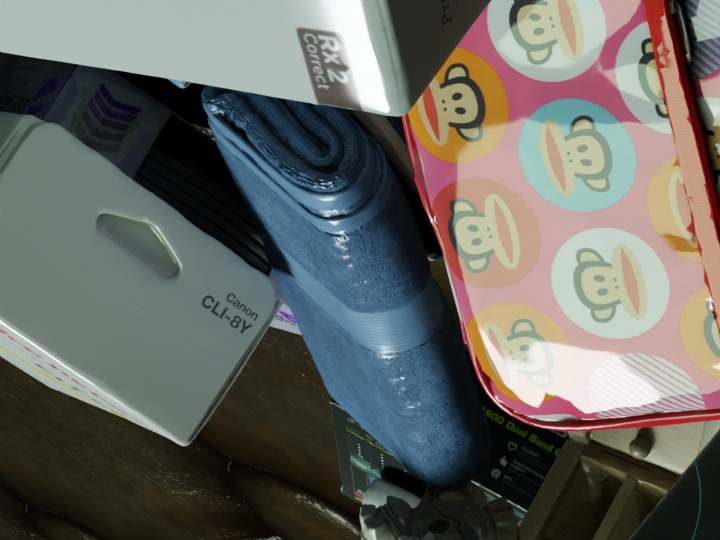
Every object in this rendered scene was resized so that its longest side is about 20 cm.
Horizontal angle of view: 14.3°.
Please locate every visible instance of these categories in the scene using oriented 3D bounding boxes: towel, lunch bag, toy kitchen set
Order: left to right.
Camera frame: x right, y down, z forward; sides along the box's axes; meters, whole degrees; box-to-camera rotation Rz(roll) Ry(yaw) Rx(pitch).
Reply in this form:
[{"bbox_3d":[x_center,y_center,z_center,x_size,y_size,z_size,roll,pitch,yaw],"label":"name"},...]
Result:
[{"bbox_3d":[0.000,0.000,1.224,0.112,0.048,0.200,44,162,43],"label":"towel"},{"bbox_3d":[0.110,-0.044,1.028,0.176,0.082,0.201,-6,111,28],"label":"lunch bag"},{"bbox_3d":[0.142,0.082,1.237,0.163,0.181,0.200,22,161,27],"label":"toy kitchen set"}]

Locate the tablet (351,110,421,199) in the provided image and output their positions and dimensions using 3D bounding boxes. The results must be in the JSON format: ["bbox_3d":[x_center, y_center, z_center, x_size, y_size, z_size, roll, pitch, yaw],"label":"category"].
[{"bbox_3d":[-0.029,-0.120,1.168,0.200,0.014,0.130,51,-169,-47],"label":"tablet"}]

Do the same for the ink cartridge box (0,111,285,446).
[{"bbox_3d":[-0.143,-0.003,1.281,0.145,0.084,0.200,35,171,-22],"label":"ink cartridge box"}]

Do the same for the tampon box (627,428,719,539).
[{"bbox_3d":[0.217,0.135,1.154,0.200,0.150,0.126,20,-159,-52],"label":"tampon box"}]

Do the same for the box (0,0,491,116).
[{"bbox_3d":[-0.058,-0.176,0.929,0.200,0.131,0.199,11,136,29],"label":"box"}]

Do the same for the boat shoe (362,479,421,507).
[{"bbox_3d":[0.044,0.187,1.633,0.069,0.057,0.200,21,158,33],"label":"boat shoe"}]

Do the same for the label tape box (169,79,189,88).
[{"bbox_3d":[-0.132,-0.184,1.175,0.144,0.063,0.200,39,169,45],"label":"label tape box"}]

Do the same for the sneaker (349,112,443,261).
[{"bbox_3d":[0.030,-0.042,1.310,0.091,0.076,0.200,39,170,-32],"label":"sneaker"}]

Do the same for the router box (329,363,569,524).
[{"bbox_3d":[0.083,0.122,1.596,0.200,0.062,0.150,29,160,14],"label":"router box"}]

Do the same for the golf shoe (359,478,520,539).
[{"bbox_3d":[0.062,0.169,1.210,0.200,0.078,0.097,-124,23,-62],"label":"golf shoe"}]

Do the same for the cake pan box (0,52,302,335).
[{"bbox_3d":[-0.096,-0.038,1.373,0.184,0.052,0.200,33,172,-22],"label":"cake pan box"}]

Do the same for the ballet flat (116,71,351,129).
[{"bbox_3d":[-0.084,-0.107,1.332,0.200,0.068,0.068,12,139,46],"label":"ballet flat"}]
